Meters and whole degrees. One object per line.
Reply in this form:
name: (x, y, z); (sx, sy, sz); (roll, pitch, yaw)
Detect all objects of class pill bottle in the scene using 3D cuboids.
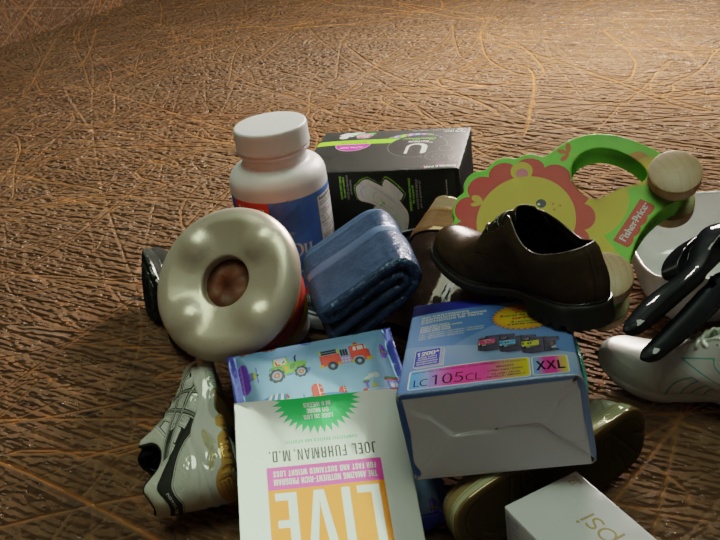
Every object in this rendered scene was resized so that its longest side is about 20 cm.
pill bottle: (-0.090, -0.073, 1.038); (0.111, 0.202, 0.113); (-7, 27, 3)

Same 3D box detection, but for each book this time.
book: (-0.022, 0.183, 0.656); (0.132, 0.048, 0.201); (-5, 48, -6)

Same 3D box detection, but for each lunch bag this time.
lunch bag: (-0.021, 0.154, 0.746); (0.149, 0.095, 0.201); (-10, 37, -9)

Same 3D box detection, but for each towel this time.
towel: (0.000, 0.000, 0.894); (0.111, 0.049, 0.200); (-35, 18, 5)

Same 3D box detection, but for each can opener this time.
can opener: (0.296, 0.020, 0.800); (0.063, 0.079, 0.200); (47, 52, 3)

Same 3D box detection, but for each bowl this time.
bowl: (0.382, -0.011, 0.947); (0.198, 0.075, 0.200); (-4, 27, 9)

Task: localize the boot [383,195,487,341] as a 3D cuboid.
boot: (0.135, 0.013, 0.886); (0.198, 0.073, 0.167); (11, 60, 17)

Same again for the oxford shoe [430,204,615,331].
oxford shoe: (0.128, -0.020, 0.743); (0.072, 0.085, 0.199); (-21, 23, -30)

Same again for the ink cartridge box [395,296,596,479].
ink cartridge box: (0.107, 0.078, 0.725); (0.135, 0.077, 0.200); (-8, 17, 10)

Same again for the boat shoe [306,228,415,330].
boat shoe: (0.025, 0.006, 0.992); (0.198, 0.092, 0.071); (-8, 27, 1)

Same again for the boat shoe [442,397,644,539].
boat shoe: (0.138, 0.156, 0.711); (0.199, 0.075, 0.066); (-17, 21, -31)

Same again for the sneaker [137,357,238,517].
sneaker: (-0.159, 0.142, 0.807); (0.087, 0.076, 0.200); (-20, 23, -4)

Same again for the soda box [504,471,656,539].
soda box: (0.177, 0.219, 0.580); (0.068, 0.064, 0.200); (-19, 30, -21)

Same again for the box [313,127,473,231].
box: (0.040, -0.099, 1.153); (0.198, 0.125, 0.149); (0, 28, 13)

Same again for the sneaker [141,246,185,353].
sneaker: (-0.198, 0.029, 1.048); (0.090, 0.077, 0.200); (-12, 33, -28)

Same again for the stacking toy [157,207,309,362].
stacking toy: (-0.096, 0.036, 0.901); (0.145, 0.200, 0.148); (-6, 71, 18)

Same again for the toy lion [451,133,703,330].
toy lion: (0.189, -0.051, 0.845); (0.191, 0.069, 0.200); (31, 72, 25)

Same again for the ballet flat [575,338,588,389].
ballet flat: (0.179, 0.066, 0.859); (0.063, 0.068, 0.200); (4, 31, 7)

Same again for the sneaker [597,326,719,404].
sneaker: (0.305, 0.080, 0.792); (0.199, 0.081, 0.070); (14, 36, 38)
